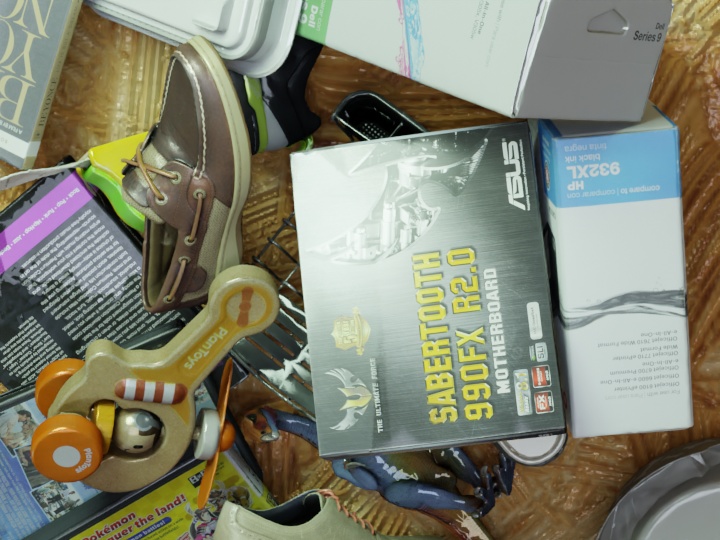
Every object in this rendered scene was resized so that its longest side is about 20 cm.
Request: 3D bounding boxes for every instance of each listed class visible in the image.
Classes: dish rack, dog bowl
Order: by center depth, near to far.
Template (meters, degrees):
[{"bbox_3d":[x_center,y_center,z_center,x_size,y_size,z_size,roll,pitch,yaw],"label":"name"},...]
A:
[{"bbox_3d":[-0.115,-0.226,1.276,0.200,0.043,0.172,25,109,37],"label":"dish rack"},{"bbox_3d":[0.000,0.000,1.344,0.153,0.055,0.200,37,86,13],"label":"dish rack"},{"bbox_3d":[0.260,0.210,1.428,0.199,0.059,0.201,0,104,2],"label":"dog bowl"}]

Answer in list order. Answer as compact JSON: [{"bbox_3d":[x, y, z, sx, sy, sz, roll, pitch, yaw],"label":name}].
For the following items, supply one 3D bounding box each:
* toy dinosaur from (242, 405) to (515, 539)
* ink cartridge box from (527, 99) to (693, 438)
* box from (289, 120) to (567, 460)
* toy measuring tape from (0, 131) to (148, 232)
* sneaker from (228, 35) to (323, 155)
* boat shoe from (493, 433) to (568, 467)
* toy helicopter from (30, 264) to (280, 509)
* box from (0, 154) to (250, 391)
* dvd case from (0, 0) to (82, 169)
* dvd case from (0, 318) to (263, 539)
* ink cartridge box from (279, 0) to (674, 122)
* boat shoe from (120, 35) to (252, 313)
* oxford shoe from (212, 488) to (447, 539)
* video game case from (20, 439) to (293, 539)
[{"bbox_3d":[0.009,0.144,1.408,0.181,0.105,0.201,4,119,22],"label":"toy dinosaur"},{"bbox_3d":[0.163,-0.007,1.327,0.083,0.145,0.201,-6,104,-2],"label":"ink cartridge box"},{"bbox_3d":[0.043,0.014,1.285,0.158,0.048,0.201,-6,80,6],"label":"box"},{"bbox_3d":[-0.167,-0.048,1.342,0.200,0.074,0.074,-19,106,-25],"label":"toy measuring tape"},{"bbox_3d":[-0.064,-0.174,1.346,0.083,0.072,0.201,-9,107,-21],"label":"sneaker"},{"bbox_3d":[0.074,0.050,1.391,0.067,0.057,0.200,-33,84,0],"label":"boat shoe"},{"bbox_3d":[-0.118,0.076,1.320,0.132,0.079,0.200,35,113,-25],"label":"toy helicopter"},{"bbox_3d":[-0.193,0.039,1.410,0.143,0.036,0.200,-38,99,11],"label":"box"},{"bbox_3d":[-0.249,-0.187,1.328,0.148,0.016,0.201,26,107,23],"label":"dvd case"},{"bbox_3d":[-0.186,0.129,1.400,0.199,0.018,0.143,-23,117,4],"label":"dvd case"},{"bbox_3d":[0.071,-0.161,1.246,0.200,0.145,0.088,23,108,36],"label":"ink cartridge box"},{"bbox_3d":[-0.117,-0.054,1.279,0.072,0.072,0.200,-17,136,-24],"label":"boat shoe"},{"bbox_3d":[-0.011,0.191,1.396,0.199,0.070,0.075,2,95,-34],"label":"oxford shoe"},{"bbox_3d":[-0.136,0.224,1.434,0.200,0.026,0.181,-30,120,9],"label":"video game case"}]
